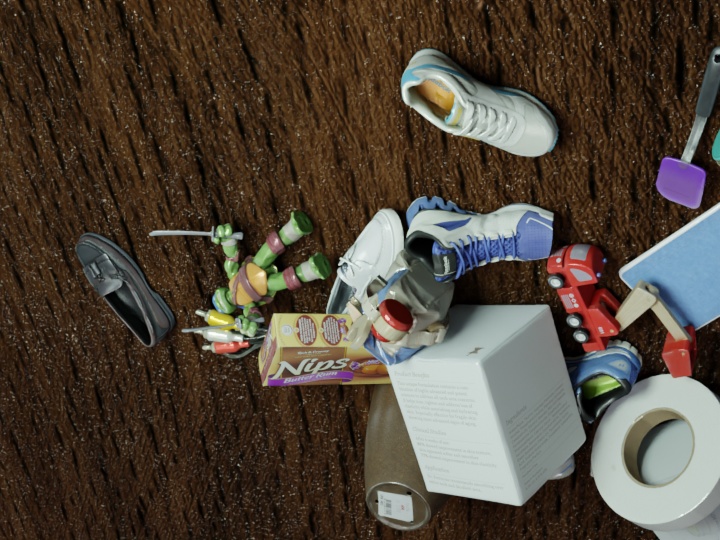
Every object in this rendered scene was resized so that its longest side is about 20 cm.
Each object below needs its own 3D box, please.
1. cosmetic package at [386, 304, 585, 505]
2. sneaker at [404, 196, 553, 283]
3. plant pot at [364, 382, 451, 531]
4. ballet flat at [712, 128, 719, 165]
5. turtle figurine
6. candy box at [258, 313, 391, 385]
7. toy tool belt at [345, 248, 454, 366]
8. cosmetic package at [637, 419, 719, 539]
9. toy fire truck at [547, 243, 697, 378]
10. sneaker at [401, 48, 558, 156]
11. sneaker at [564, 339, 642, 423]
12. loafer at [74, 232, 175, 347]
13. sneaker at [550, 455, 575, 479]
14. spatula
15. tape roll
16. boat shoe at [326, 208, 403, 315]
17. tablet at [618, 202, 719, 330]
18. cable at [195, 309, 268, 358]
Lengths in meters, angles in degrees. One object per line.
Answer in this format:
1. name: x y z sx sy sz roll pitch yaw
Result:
1. cosmetic package: 0.165 0.169 1.314 0.166 0.166 0.203 -2 112 47
2. sneaker: 0.141 -0.027 1.269 0.196 0.116 0.081 6 127 17
3. plant pot: 0.078 0.266 1.446 0.184 0.201 0.189 10 127 14
4. ballet flat: 0.448 -0.189 1.074 0.070 0.071 0.202 21 128 5
5. turtle figurine: -0.152 0.006 1.373 0.192 0.145 0.200 -29 138 21
6. candy box: -0.034 0.110 1.398 0.197 0.057 0.117 0 148 -18
7. toy tool belt: 0.041 0.066 1.267 0.125 0.200 0.123 40 119 4
8. cosmetic package: 0.495 0.299 1.361 0.199 0.123 0.200 -29 110 36
9. toy fire truck: 0.334 0.049 1.279 0.140 0.049 0.201 -10 121 36
10. sneaker: 0.137 -0.183 1.183 0.198 0.081 0.077 25 127 1
11. sneaker: 0.283 0.162 1.365 0.199 0.089 0.079 -28 110 33
12. loafer: -0.364 0.031 1.536 0.071 0.063 0.201 -28 110 34
13. sneaker: 0.223 0.279 1.492 0.198 0.072 0.074 -17 91 33
14. spatula: 0.381 -0.160 1.142 0.056 0.021 0.202 23 128 24
15. tape roll: 0.392 0.235 1.307 0.037 0.205 0.202 30 134 -35
16. boat shoe: 0.000 0.000 1.362 0.073 0.068 0.201 61 145 29
17. tablet: 0.433 -0.006 1.238 0.130 0.014 0.200 42 128 -11
18. cable: -0.153 0.105 1.516 0.197 0.051 0.098 7 127 18
